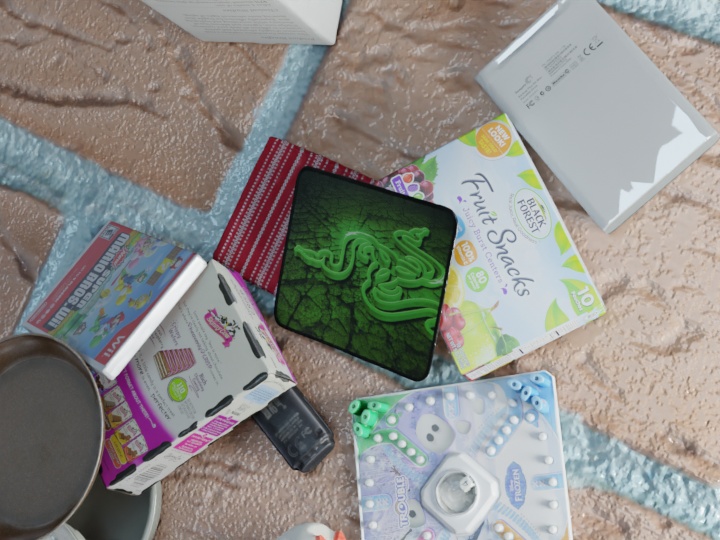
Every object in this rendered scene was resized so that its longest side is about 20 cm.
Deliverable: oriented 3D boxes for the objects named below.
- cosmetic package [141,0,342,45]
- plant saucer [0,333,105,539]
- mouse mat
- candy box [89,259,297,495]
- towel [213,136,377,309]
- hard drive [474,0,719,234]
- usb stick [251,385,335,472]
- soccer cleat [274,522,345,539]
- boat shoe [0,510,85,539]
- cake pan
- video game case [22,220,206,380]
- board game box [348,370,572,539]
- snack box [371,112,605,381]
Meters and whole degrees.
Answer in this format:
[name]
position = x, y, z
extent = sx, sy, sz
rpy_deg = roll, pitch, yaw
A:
[cosmetic package]
position = -0.124, -0.331, 1.433
extent = 0.167, 0.200, 0.167
rpy_deg = 6, 81, 25
[plant saucer]
position = -0.315, 0.161, 1.387
extent = 0.200, 0.032, 0.201
rpy_deg = -8, 73, 27
[mouse mat]
position = 0.000, 0.000, 1.356
extent = 0.200, 0.008, 0.162
rpy_deg = 19, 104, 38
[candy box]
position = -0.177, 0.103, 1.404
extent = 0.200, 0.061, 0.137
rpy_deg = -35, 64, 12
[towel]
position = -0.038, -0.033, 1.432
extent = 0.200, 0.022, 0.145
rpy_deg = 26, 90, 27
[hard drive]
position = 0.213, -0.150, 1.343
extent = 0.132, 0.026, 0.200
rpy_deg = -41, 66, 11
[usb stick]
position = -0.098, 0.108, 1.422
extent = 0.055, 0.033, 0.200
rpy_deg = -44, 65, 7
[soccer cleat]
position = -0.035, 0.330, 1.334
extent = 0.077, 0.069, 0.201
rpy_deg = -25, 69, 35
[boat shoe]
position = -0.336, 0.252, 1.432
extent = 0.070, 0.071, 0.201
rpy_deg = -49, 64, 7
[cake pan]
position = -0.283, 0.232, 1.474
extent = 0.199, 0.037, 0.201
rpy_deg = -5, 77, 23
[video game case]
position = -0.245, 0.024, 1.441
extent = 0.143, 0.017, 0.200
rpy_deg = -52, 34, -14
[board game box]
position = 0.087, 0.201, 1.325
extent = 0.199, 0.026, 0.201
rpy_deg = -10, 75, 21
[snack box]
position = 0.116, -0.021, 1.331
extent = 0.142, 0.053, 0.201
rpy_deg = -27, 73, 7
